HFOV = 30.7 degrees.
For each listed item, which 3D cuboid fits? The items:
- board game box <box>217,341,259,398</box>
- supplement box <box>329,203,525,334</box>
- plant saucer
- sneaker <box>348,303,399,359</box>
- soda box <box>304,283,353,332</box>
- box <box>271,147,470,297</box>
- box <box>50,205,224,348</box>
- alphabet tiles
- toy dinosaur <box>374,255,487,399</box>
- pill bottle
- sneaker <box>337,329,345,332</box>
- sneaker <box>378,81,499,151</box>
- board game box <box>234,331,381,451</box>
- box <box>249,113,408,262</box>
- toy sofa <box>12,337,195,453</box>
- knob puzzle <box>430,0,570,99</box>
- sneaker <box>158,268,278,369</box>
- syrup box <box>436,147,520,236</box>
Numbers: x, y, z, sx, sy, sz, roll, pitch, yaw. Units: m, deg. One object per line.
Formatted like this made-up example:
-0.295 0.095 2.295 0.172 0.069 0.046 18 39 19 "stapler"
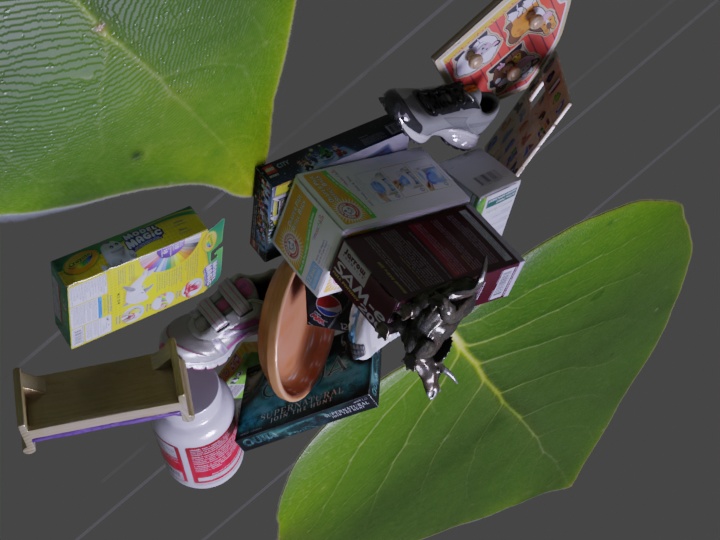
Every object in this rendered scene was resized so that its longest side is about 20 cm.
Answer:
-0.118 0.140 1.863 0.200 0.030 0.096 6 130 -50 "board game box"
0.077 -0.003 1.495 0.200 0.109 0.061 -16 142 -37 "supplement box"
-0.078 0.061 1.620 0.200 0.037 0.200 11 90 -71 "plant saucer"
0.050 0.044 1.576 0.200 0.087 0.075 -52 147 -50 "sneaker"
0.000 0.000 1.647 0.200 0.071 0.063 -51 145 -54 "soda box"
0.011 -0.059 1.557 0.200 0.101 0.113 -15 143 -39 "box"
-0.246 0.002 1.476 0.200 0.048 0.117 -22 148 -26 "box"
0.203 -0.170 1.686 0.008 0.167 0.200 27 118 -15 "alphabet tiles"
0.082 0.047 1.403 0.102 0.077 0.200 -21 140 -53 "toy dinosaur"
-0.218 0.201 1.737 0.112 0.112 0.200 -30 152 -17 "pill bottle"
-0.032 0.043 1.788 0.200 0.081 0.075 17 85 -51 "sneaker"
0.094 -0.196 1.563 0.079 0.074 0.200 -45 156 28 "sneaker"
-0.066 0.150 1.705 0.200 0.135 0.028 -21 126 20 "board game box"
-0.037 -0.101 1.588 0.200 0.038 0.137 -25 149 -26 "box"
-0.298 0.153 1.530 0.200 0.083 0.098 -10 145 -8 "toy sofa"
0.189 -0.269 1.626 0.220 0.030 0.220 -30 151 -18 "knob puzzle"
-0.163 0.050 1.627 0.200 0.081 0.088 -28 147 -34 "sneaker"
0.126 -0.047 1.664 0.079 0.081 0.200 -24 143 -37 "syrup box"
